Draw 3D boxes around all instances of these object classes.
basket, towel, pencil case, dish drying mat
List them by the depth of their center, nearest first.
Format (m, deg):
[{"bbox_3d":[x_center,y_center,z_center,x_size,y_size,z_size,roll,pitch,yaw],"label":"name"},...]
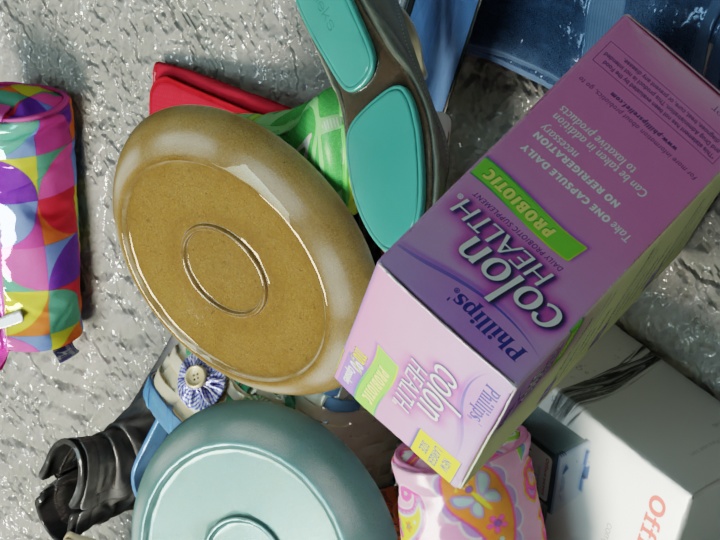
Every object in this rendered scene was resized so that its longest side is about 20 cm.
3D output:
[{"bbox_3d":[0.138,-0.140,1.517,0.200,0.048,0.112,32,127,36],"label":"towel"},{"bbox_3d":[0.073,0.188,1.574,0.087,0.087,0.200,4,112,47],"label":"pencil case"},{"bbox_3d":[-0.065,0.112,1.779,0.176,0.139,0.200,38,122,31],"label":"basket"},{"bbox_3d":[-0.083,-0.081,1.787,0.200,0.018,0.077,24,120,51],"label":"dish drying mat"},{"bbox_3d":[-0.242,-0.033,1.963,0.088,0.088,0.200,19,119,42],"label":"pencil case"}]

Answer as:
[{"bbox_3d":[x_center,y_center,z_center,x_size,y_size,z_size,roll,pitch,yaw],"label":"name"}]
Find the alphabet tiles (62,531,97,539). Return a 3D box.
[{"bbox_3d":[-0.151,0.247,1.938,0.195,0.015,0.200,14,149,14],"label":"alphabet tiles"}]

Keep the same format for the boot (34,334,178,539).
[{"bbox_3d":[-0.148,0.104,1.876,0.070,0.131,0.200,41,132,32],"label":"boot"}]

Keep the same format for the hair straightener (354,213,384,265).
[{"bbox_3d":[0.000,0.000,1.705,0.077,0.041,0.200,-39,60,45],"label":"hair straightener"}]

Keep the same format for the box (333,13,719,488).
[{"bbox_3d":[0.095,-0.007,1.453,0.097,0.200,0.176,41,159,8],"label":"box"}]

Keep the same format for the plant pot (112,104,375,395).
[{"bbox_3d":[-0.075,-0.005,1.632,0.200,0.027,0.200,25,136,26],"label":"plant pot"}]

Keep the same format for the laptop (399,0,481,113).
[{"bbox_3d":[-0.002,-0.192,1.589,0.200,0.116,0.188,29,129,13],"label":"laptop"}]

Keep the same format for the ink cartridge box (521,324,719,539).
[{"bbox_3d":[0.132,0.117,1.605,0.200,0.086,0.147,38,132,34],"label":"ink cartridge box"}]

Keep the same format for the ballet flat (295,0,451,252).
[{"bbox_3d":[0.020,-0.095,1.520,0.067,0.064,0.200,-38,61,37],"label":"ballet flat"}]

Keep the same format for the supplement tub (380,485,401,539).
[{"bbox_3d":[0.023,0.245,1.736,0.122,0.122,0.200,33,115,35],"label":"supplement tub"}]

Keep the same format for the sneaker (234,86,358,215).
[{"bbox_3d":[-0.051,-0.061,1.631,0.200,0.083,0.074,152,118,-64],"label":"sneaker"}]

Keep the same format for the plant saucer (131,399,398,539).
[{"bbox_3d":[-0.066,0.180,1.691,0.200,0.027,0.201,6,102,32],"label":"plant saucer"}]
